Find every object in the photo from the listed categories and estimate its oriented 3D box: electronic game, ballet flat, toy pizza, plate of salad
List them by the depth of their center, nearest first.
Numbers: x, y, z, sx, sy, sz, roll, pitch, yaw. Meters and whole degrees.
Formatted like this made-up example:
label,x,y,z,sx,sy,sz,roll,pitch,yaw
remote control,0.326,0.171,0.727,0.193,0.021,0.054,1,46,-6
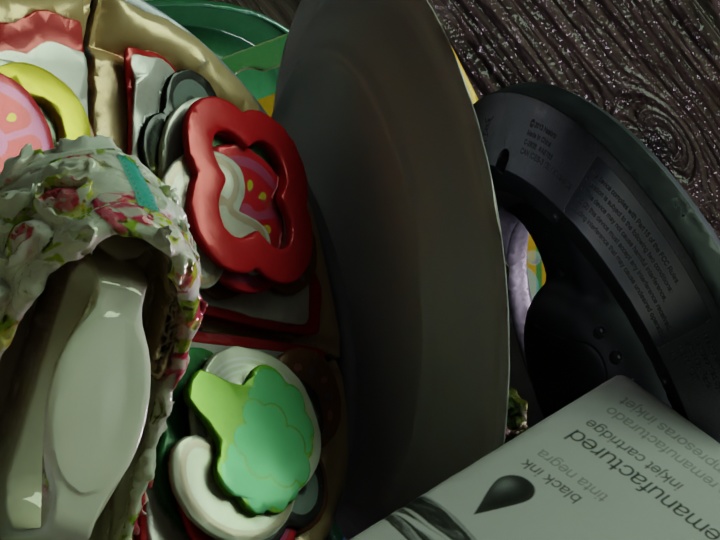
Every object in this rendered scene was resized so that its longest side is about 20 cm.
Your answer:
label,x,y,z,sx,sy,sz,roll,pitch,yaw
ballet flat,-0.084,0.067,0.620,0.075,0.201,0.064,9,7,-27
toy pizza,-0.067,0.010,0.707,0.200,0.032,0.201,19,62,-42
plate of salad,0.013,0.001,0.806,0.200,0.048,0.201,174,-90,-69
electronic game,0.082,0.036,0.812,0.200,0.041,0.200,55,-21,33

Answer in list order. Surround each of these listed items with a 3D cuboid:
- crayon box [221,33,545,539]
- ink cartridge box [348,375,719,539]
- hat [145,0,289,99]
label,x,y,z,sx,sy,sz,roll,pitch,yaw
crayon box,0.000,0.000,0.937,0.201,0.125,0.052,64,-21,10
ink cartridge box,0.048,0.133,0.670,0.146,0.200,0.085,36,-44,29
hat,-0.073,0.006,1.026,0.165,0.200,0.177,14,52,-43
